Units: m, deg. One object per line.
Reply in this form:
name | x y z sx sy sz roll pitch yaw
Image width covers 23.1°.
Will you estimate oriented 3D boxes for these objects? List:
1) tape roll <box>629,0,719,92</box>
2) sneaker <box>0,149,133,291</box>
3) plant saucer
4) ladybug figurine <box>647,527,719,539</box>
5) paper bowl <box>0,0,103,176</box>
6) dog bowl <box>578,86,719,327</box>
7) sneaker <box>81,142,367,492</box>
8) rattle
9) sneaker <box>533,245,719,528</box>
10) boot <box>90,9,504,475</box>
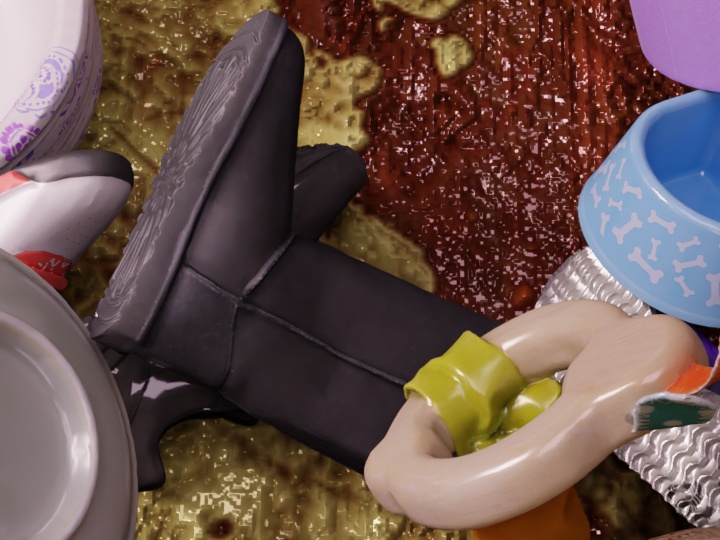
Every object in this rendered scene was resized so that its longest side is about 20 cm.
tape roll | 0.226 -0.161 0.849 0.198 0.066 0.201 -15 29 9
sneaker | -0.176 0.033 0.810 0.200 0.067 0.109 -27 68 16
plant saucer | -0.160 0.071 0.701 0.199 0.050 0.202 21 59 -39
ladybug figurine | 0.100 0.160 0.719 0.134 0.200 0.073 -10 72 -26
paper bowl | -0.226 -0.104 0.868 0.198 0.105 0.203 0 68 0
dog bowl | 0.196 -0.044 0.833 0.199 0.050 0.112 -18 55 -31
sneaker | -0.063 0.023 0.844 0.200 0.076 0.091 -44 83 -7
rattle | 0.107 0.086 0.714 0.130 0.199 0.144 -30 102 -48
sneaker | 0.157 0.070 0.820 0.070 0.099 0.200 -52 44 14
boot | 0.000 0.001 0.798 0.199 0.066 0.166 27 87 -19
